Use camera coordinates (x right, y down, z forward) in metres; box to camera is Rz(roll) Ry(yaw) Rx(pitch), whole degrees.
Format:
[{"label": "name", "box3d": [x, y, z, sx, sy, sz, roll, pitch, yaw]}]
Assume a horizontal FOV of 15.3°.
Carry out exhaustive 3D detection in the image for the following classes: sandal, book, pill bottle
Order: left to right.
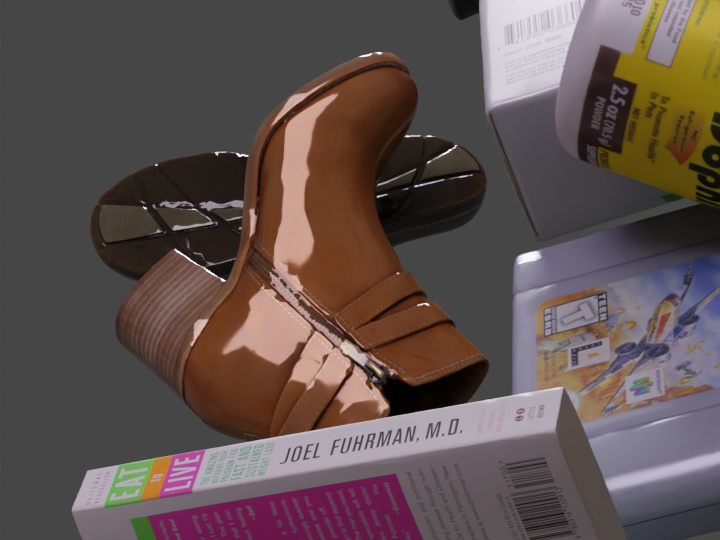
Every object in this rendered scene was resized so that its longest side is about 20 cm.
[{"label": "sandal", "box3d": [-0.035, -0.022, 1.346, 0.199, 0.055, 0.082, -11, 46, -5]}, {"label": "book", "box3d": [0.004, 0.119, 1.033, 0.199, 0.134, 0.048, -10, 34, 21]}, {"label": "pill bottle", "box3d": [0.193, -0.071, 1.162, 0.199, 0.110, 0.109, 20, 47, 14]}]

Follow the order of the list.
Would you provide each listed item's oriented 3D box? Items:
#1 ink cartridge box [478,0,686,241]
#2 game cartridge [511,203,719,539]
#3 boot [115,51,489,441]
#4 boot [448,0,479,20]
[{"label": "ink cartridge box", "box3d": [0.139, -0.120, 1.340, 0.145, 0.084, 0.200, -17, 33, 13]}, {"label": "game cartridge", "box3d": [0.131, 0.040, 1.159, 0.132, 0.042, 0.200, -19, 32, 16]}, {"label": "boot", "box3d": [0.000, 0.000, 1.231, 0.155, 0.077, 0.200, 31, 65, 32]}, {"label": "boot", "box3d": [0.126, -0.233, 1.543, 0.199, 0.066, 0.165, -25, 30, 7]}]
